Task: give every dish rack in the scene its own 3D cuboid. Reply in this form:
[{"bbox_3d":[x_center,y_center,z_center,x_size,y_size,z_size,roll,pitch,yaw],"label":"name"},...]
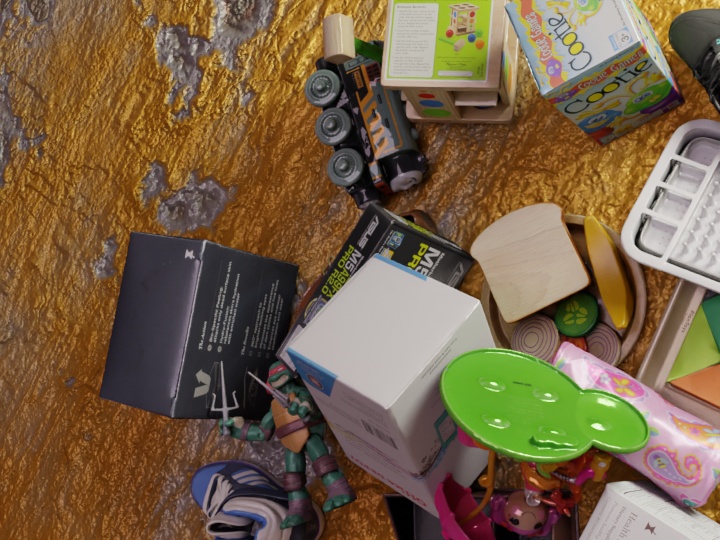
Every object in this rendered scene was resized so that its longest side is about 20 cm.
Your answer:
[{"bbox_3d":[0.373,-0.047,1.034,0.199,0.044,0.173,24,74,30],"label":"dish rack"}]

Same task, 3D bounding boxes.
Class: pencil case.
[{"bbox_3d":[0.262,0.151,1.043,0.199,0.087,0.088,30,97,16],"label":"pencil case"}]

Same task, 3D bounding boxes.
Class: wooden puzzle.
[{"bbox_3d":[0.388,0.077,1.032,0.199,0.037,0.187,25,95,29],"label":"wooden puzzle"}]

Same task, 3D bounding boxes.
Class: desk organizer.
[{"bbox_3d":[0.125,0.269,1.128,0.198,0.077,0.073,-6,80,28],"label":"desk organizer"}]

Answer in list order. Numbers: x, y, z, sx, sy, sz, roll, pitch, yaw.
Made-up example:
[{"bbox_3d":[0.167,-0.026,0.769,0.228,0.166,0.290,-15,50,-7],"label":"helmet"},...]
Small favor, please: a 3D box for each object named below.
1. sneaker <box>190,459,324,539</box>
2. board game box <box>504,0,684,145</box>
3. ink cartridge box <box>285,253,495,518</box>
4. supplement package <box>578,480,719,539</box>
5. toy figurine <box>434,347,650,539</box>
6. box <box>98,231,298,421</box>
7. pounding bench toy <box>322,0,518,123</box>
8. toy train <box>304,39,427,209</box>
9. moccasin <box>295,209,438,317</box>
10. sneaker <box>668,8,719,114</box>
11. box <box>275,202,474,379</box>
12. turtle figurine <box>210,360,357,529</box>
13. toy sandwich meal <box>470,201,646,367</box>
[{"bbox_3d":[-0.152,0.275,1.241,0.198,0.146,0.081,16,90,29],"label":"sneaker"},{"bbox_3d":[0.240,-0.215,1.064,0.102,0.199,0.106,-27,71,23],"label":"board game box"},{"bbox_3d":[0.049,0.119,1.087,0.146,0.201,0.146,25,62,39],"label":"ink cartridge box"},{"bbox_3d":[0.290,0.331,0.987,0.199,0.147,0.193,29,97,30],"label":"supplement package"},{"bbox_3d":[0.150,0.197,1.009,0.198,0.151,0.186,10,122,-6],"label":"toy figurine"},{"bbox_3d":[-0.186,0.069,1.261,0.116,0.199,0.199,9,86,30],"label":"box"},{"bbox_3d":[0.069,-0.240,1.172,0.198,0.156,0.126,3,83,14],"label":"pounding bench toy"},{"bbox_3d":[0.007,-0.175,1.260,0.113,0.085,0.202,-21,73,15],"label":"toy train"},{"bbox_3d":[0.001,0.001,1.236,0.200,0.078,0.074,-33,68,21],"label":"moccasin"},{"bbox_3d":[0.370,-0.194,1.040,0.200,0.079,0.076,50,138,34],"label":"sneaker"},{"bbox_3d":[0.019,0.040,1.172,0.044,0.160,0.201,41,102,41],"label":"box"},{"bbox_3d":[-0.078,0.172,1.165,0.149,0.100,0.202,-36,72,48],"label":"turtle figurine"},{"bbox_3d":[0.204,0.023,1.123,0.203,0.070,0.208,-5,80,29],"label":"toy sandwich meal"}]
